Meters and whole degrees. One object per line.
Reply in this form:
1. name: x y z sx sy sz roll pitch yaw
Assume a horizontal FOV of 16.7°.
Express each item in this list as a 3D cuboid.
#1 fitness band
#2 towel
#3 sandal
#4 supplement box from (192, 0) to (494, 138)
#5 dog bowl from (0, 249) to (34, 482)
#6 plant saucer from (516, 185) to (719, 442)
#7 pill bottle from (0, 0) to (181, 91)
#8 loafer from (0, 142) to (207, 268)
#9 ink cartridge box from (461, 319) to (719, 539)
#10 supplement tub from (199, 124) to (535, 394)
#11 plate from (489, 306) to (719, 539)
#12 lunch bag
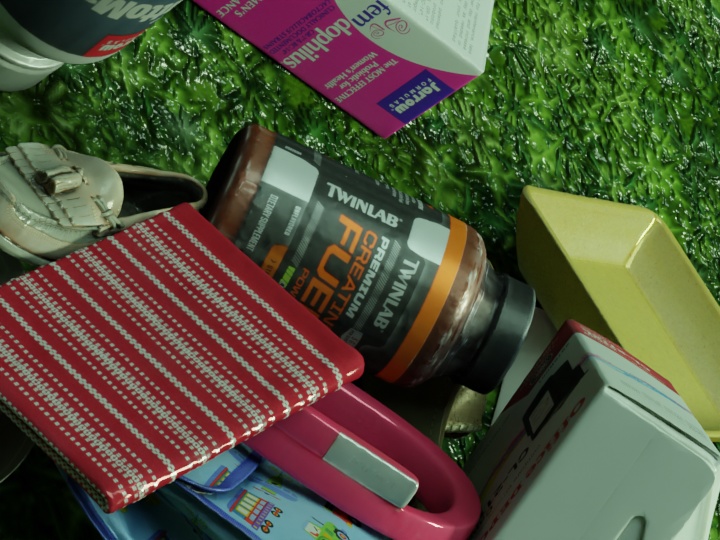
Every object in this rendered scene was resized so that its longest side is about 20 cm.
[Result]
1. fitness band: -0.020 0.087 1.351 0.200 0.037 0.144 35 8 -4
2. towel: -0.106 0.041 1.249 0.145 0.023 0.200 41 40 20
3. sandal: 0.041 0.090 1.503 0.070 0.077 0.212 66 33 -44
4. supplement box: -0.018 -0.193 1.589 0.200 0.101 0.104 33 44 -27
5. dog bowl: -0.251 0.034 1.219 0.200 0.059 0.200 26 48 -32
6. plant saucer: 0.190 0.043 1.651 0.200 0.048 0.200 6 48 -56
7. pill bottle: -0.151 -0.185 1.361 0.119 0.200 0.120 26 48 -33
8. loafer: -0.148 -0.041 1.325 0.072 0.063 0.200 56 14 16
9. ink cartridge box: 0.122 0.122 1.408 0.083 0.146 0.200 34 6 -6
10. supplement tub: 0.000 0.000 1.430 0.200 0.107 0.107 25 46 -9
11. plate: 0.167 0.141 1.612 0.200 0.032 0.200 41 41 -20
12. lunch bag: -0.087 0.119 1.298 0.200 0.094 0.151 44 17 -1
